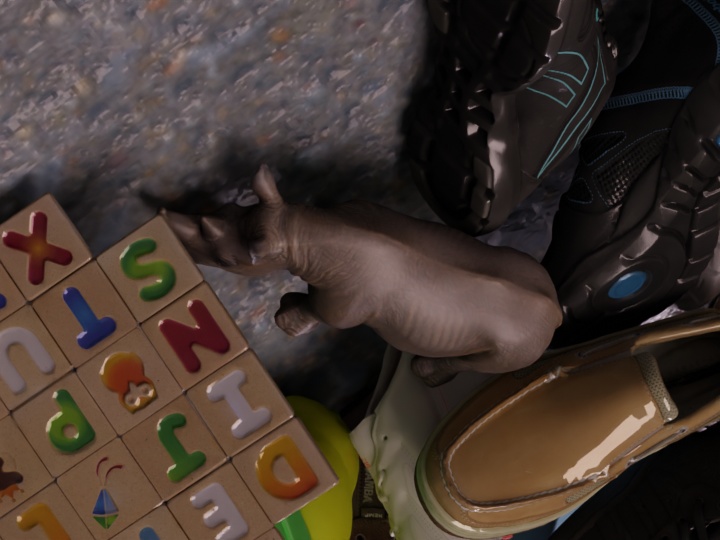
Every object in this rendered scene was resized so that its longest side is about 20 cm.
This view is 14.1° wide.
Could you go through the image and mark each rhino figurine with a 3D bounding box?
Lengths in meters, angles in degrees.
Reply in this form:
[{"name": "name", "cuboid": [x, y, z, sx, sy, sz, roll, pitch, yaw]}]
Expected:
[{"name": "rhino figurine", "cuboid": [0.000, 0.000, 1.274, 0.199, 0.060, 0.087, 19, 161, -25]}]

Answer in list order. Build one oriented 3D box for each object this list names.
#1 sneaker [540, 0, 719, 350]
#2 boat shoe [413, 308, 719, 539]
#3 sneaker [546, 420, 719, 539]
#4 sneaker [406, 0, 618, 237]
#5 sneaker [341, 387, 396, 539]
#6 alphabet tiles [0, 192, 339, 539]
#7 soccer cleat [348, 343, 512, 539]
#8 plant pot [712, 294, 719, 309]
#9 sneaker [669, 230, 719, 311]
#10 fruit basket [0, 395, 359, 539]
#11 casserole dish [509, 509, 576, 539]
[{"name": "sneaker", "cuboid": [0.129, -0.042, 1.340, 0.073, 0.082, 0.200, -3, 141, -41]}, {"name": "boat shoe", "cuboid": [0.115, 0.059, 1.328, 0.199, 0.072, 0.076, -27, 178, -30]}, {"name": "sneaker", "cuboid": [0.158, 0.124, 1.359, 0.200, 0.104, 0.060, -51, 130, -38]}, {"name": "sneaker", "cuboid": [0.072, -0.101, 1.255, 0.079, 0.075, 0.200, -30, 155, -28]}, {"name": "sneaker", "cuboid": [-0.008, 0.130, 1.428, 0.200, 0.076, 0.070, -46, 144, 11]}, {"name": "alphabet tiles", "cuboid": [-0.112, 0.078, 1.199, 0.166, 0.200, 0.006, -33, -177, 8]}, {"name": "soccer cleat", "cuboid": [0.031, 0.101, 1.359, 0.077, 0.201, 0.069, 5, 168, -16]}, {"name": "plant pot", "cuboid": [0.313, 0.077, 1.539, 0.199, 0.198, 0.201, -23, 143, -19]}, {"name": "sneaker", "cuboid": [0.188, -0.080, 1.378, 0.099, 0.078, 0.201, -26, 146, -45]}, {"name": "fruit basket", "cuboid": [-0.076, 0.130, 1.325, 0.155, 0.216, 0.216, -15, 145, 8]}, {"name": "casserole dish", "cuboid": [0.107, 0.131, 1.452, 0.121, 0.039, 0.201, -21, 134, -51]}]
